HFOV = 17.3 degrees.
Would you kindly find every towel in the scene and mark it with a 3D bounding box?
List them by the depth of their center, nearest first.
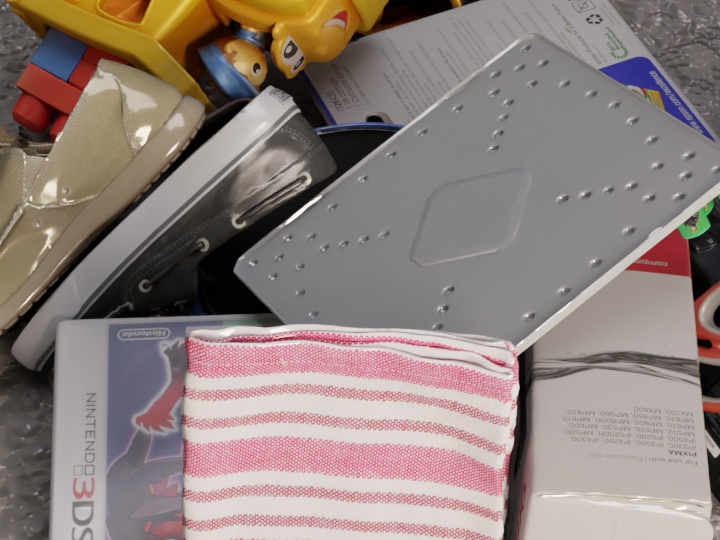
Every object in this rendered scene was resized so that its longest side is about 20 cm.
[{"bbox_3d":[-0.007,0.114,1.044,0.146,0.200,0.030,2,29,-1],"label":"towel"}]

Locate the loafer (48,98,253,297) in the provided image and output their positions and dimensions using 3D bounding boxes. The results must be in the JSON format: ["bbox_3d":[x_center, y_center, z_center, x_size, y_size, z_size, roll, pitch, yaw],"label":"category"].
[{"bbox_3d":[-0.133,-0.042,1.311,0.200,0.063,0.072,-25,48,-31],"label":"loafer"}]

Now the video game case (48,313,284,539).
[{"bbox_3d":[-0.051,0.099,1.149,0.200,0.023,0.183,-2,54,-2],"label":"video game case"}]

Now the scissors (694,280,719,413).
[{"bbox_3d":[0.143,0.036,1.249,0.014,0.073,0.200,13,-9,-42],"label":"scissors"}]

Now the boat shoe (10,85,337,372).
[{"bbox_3d":[-0.097,-0.009,1.219,0.057,0.200,0.069,47,11,-1],"label":"boat shoe"}]

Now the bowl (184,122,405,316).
[{"bbox_3d":[0.000,0.000,1.269,0.200,0.039,0.201,-2,50,2],"label":"bowl"}]

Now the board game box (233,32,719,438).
[{"bbox_3d":[0.058,-0.017,1.137,0.200,0.026,0.200,-38,34,-7],"label":"board game box"}]

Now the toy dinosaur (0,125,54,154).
[{"bbox_3d":[-0.229,-0.063,1.290,0.200,0.101,0.058,-1,73,26],"label":"toy dinosaur"}]

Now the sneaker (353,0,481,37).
[{"bbox_3d":[-0.014,-0.184,1.484,0.200,0.078,0.077,0,50,-6],"label":"sneaker"}]

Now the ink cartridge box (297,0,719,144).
[{"bbox_3d":[0.085,-0.085,1.398,0.200,0.047,0.198,-20,47,-11],"label":"ink cartridge box"}]

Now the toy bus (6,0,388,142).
[{"bbox_3d":[-0.109,-0.145,1.379,0.200,0.136,0.192,25,82,14],"label":"toy bus"}]

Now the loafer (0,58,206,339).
[{"bbox_3d":[-0.167,-0.030,1.220,0.068,0.076,0.200,45,92,-2],"label":"loafer"}]

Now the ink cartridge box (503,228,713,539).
[{"bbox_3d":[0.111,0.089,1.126,0.083,0.147,0.200,5,39,0],"label":"ink cartridge box"}]

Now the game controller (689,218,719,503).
[{"bbox_3d":[0.204,0.062,1.214,0.042,0.104,0.200,16,30,-39],"label":"game controller"}]
